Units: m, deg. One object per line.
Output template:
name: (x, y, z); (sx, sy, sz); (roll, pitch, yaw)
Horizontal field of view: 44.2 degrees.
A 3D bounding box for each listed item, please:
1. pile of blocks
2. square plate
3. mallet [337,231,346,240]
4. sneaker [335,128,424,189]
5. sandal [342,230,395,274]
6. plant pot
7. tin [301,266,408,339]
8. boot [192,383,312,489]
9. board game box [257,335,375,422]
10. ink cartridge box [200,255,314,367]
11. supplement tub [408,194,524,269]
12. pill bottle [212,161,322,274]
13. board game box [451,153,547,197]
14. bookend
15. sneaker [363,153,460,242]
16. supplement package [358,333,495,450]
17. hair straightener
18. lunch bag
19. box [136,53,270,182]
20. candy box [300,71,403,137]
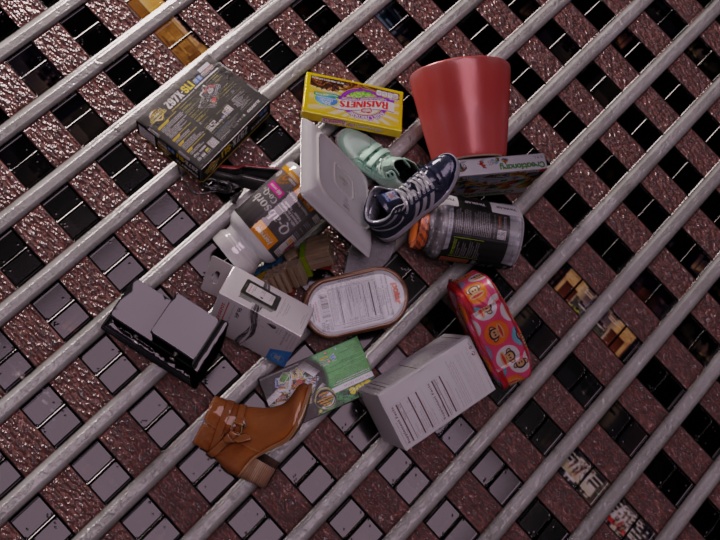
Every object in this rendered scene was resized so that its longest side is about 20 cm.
pile of blocks: (-0.130, 0.007, 1.606); (0.198, 0.082, 0.063); (-29, 126, -8)
square plate: (-0.038, -0.151, 1.576); (0.200, 0.028, 0.200); (42, 32, -39)
mallet: (-0.095, -0.098, 1.648); (0.196, 0.041, 0.067); (6, 76, -5)
sneaker: (0.041, -0.212, 1.661); (0.200, 0.118, 0.074); (41, 73, 2)
sandal: (-0.001, 0.000, 1.640); (0.075, 0.043, 0.202); (29, 82, -3)
plant pot: (0.199, -0.292, 1.689); (0.197, 0.200, 0.181); (-5, 85, -13)
tin: (-0.009, 0.059, 1.593); (0.197, 0.042, 0.114); (-13, 91, -8)
boot: (-0.181, 0.250, 1.500); (0.153, 0.074, 0.202); (30, 85, 3)
board game box: (-0.074, 0.202, 1.577); (0.197, 0.023, 0.106); (-21, 80, -17)
ink cartridge box: (-0.192, 0.072, 1.530); (0.198, 0.116, 0.068); (28, 50, -3)
supplement tub: (0.195, -0.075, 1.656); (0.196, 0.123, 0.125); (9, 74, -11)
pill bottle: (-0.159, -0.088, 1.573); (0.200, 0.116, 0.117); (-42, 87, -5)
board game box: (0.241, -0.178, 1.691); (0.196, 0.126, 0.035); (-6, 76, -13)
bookend: (-0.326, 0.092, 1.459); (0.197, 0.200, 0.093); (33, 71, -2)
sneaker: (0.088, -0.138, 1.554); (0.200, 0.108, 0.070); (-45, 63, 7)
supplement package: (0.115, 0.210, 1.559); (0.198, 0.114, 0.111); (-30, 98, -17)
hair straightener: (-0.237, -0.163, 1.620); (0.196, 0.041, 0.078); (9, 57, -9)
lunch bag: (0.227, 0.100, 1.591); (0.081, 0.176, 0.202); (-26, 101, -1)
box: (-0.285, -0.282, 1.627); (0.159, 0.050, 0.201); (35, 66, 11)
candy box: (-0.014, -0.321, 1.715); (0.196, 0.027, 0.104); (10, 60, -10)
